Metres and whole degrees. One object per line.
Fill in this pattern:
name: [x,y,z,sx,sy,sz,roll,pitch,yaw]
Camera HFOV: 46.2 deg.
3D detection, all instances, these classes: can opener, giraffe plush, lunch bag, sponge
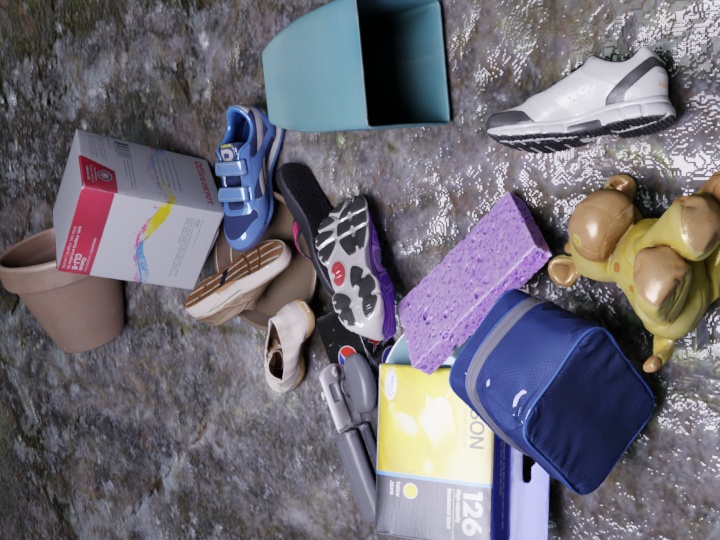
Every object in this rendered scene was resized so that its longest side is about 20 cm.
can opener: [0.001,0.205,1.031,0.066,0.052,0.203,-18,88,38]
giraffe plush: [0.271,-0.023,0.818,0.162,0.172,0.201,40,155,36]
lunch bag: [0.192,0.121,0.856,0.136,0.200,0.132,-49,39,-8]
sponge: [0.121,0.014,0.941,0.200,0.030,0.112,-48,29,25]

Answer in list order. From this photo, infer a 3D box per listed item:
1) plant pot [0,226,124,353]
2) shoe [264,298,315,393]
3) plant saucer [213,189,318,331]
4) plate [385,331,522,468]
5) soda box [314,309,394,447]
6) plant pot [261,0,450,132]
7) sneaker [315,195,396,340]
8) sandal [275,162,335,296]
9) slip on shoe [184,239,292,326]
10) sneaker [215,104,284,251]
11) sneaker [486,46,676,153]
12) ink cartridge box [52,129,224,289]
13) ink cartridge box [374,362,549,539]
plant pot: [-0.463,0.031,1.377,0.198,0.200,0.177,5,120,37]
shoe: [-0.109,0.110,1.143,0.070,0.053,0.201,46,145,21]
plant saucer: [-0.130,-0.015,1.187,0.198,0.029,0.203,8,104,37]
plate: [0.118,0.148,1.001,0.197,0.026,0.203,-2,84,23]
soda box: [0.016,0.140,1.081,0.070,0.063,0.202,-25,84,38]
plant pot: [-0.019,-0.232,0.995,0.198,0.140,0.144,2,100,45]
sneaker: [0.000,0.000,1.042,0.080,0.083,0.202,-24,55,22]
sandal: [-0.058,-0.049,1.103,0.045,0.074,0.202,-44,64,41]
slip on shoe: [-0.159,0.024,1.166,0.199,0.077,0.061,-30,120,29]
sneaker: [-0.160,-0.127,1.128,0.073,0.082,0.203,0,80,33]
sneaker: [0.222,-0.172,0.868,0.198,0.073,0.081,-6,81,34]
ink cartridge box: [-0.314,-0.082,1.187,0.146,0.198,0.146,-62,34,29]
ink cartridge box: [0.114,0.211,0.962,0.197,0.047,0.201,0,85,26]
